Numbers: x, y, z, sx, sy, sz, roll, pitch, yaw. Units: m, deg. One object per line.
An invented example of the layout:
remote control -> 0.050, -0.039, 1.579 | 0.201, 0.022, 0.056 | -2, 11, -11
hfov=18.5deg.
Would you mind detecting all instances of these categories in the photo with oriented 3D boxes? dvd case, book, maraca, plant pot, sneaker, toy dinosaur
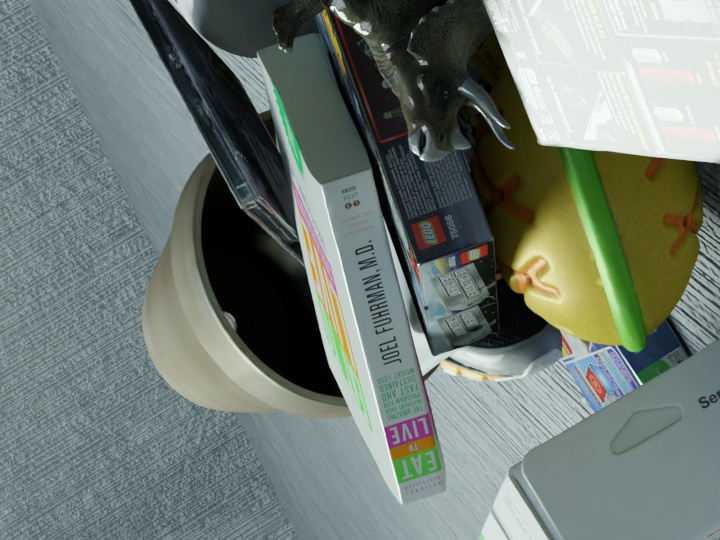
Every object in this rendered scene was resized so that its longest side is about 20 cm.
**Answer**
dvd case -> -0.066, -0.073, 1.213 | 0.149, 0.016, 0.200 | 61, -176, 18
book -> 0.000, 0.000, 1.102 | 0.134, 0.048, 0.201 | -112, 7, -54
maraca -> 0.100, -0.057, 1.042 | 0.137, 0.106, 0.201 | -101, -8, -76
plant pot -> -0.057, 0.016, 1.459 | 0.201, 0.199, 0.173 | 59, 145, 2
sneaker -> 0.050, -0.011, 1.308 | 0.200, 0.078, 0.078 | 47, 153, 36
toy dinosaur -> 0.009, -0.150, 0.951 | 0.077, 0.101, 0.201 | -61, -36, -67

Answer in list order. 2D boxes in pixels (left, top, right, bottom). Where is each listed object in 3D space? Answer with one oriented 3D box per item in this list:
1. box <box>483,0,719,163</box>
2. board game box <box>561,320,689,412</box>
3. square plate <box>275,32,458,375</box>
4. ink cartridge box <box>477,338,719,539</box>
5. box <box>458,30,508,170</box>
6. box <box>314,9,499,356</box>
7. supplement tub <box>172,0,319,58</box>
box -> 0.103, -0.134, 0.805 | 0.157, 0.050, 0.201 | 9, 133, 46
board game box -> 0.114, -0.013, 1.293 | 0.201, 0.034, 0.135 | 59, 170, 1
square plate -> -0.004, -0.030, 1.292 | 0.198, 0.028, 0.201 | 131, 120, -73
ink cartridge box -> 0.149, 0.127, 1.203 | 0.084, 0.145, 0.200 | 57, 170, 14
box -> 0.061, -0.130, 1.117 | 0.064, 0.070, 0.201 | 46, 164, 55
box -> 0.017, -0.074, 1.058 | 0.137, 0.040, 0.201 | 75, 176, -71
supplement tub -> -0.081, -0.237, 1.302 | 0.200, 0.145, 0.146 | 52, 168, 37
